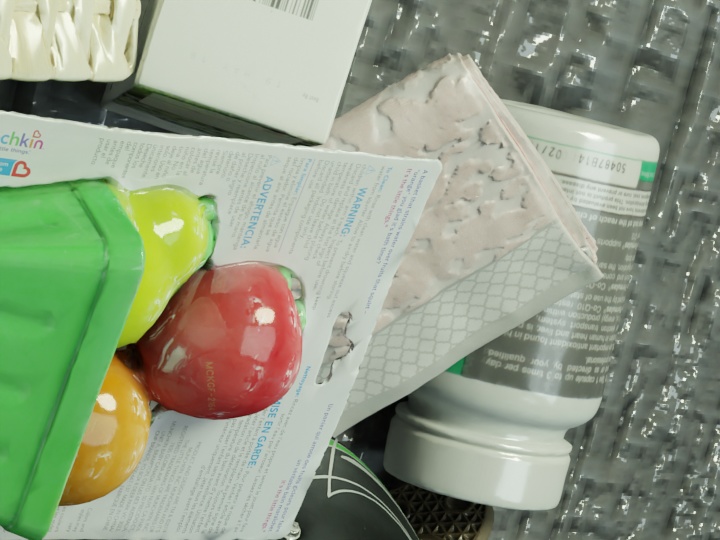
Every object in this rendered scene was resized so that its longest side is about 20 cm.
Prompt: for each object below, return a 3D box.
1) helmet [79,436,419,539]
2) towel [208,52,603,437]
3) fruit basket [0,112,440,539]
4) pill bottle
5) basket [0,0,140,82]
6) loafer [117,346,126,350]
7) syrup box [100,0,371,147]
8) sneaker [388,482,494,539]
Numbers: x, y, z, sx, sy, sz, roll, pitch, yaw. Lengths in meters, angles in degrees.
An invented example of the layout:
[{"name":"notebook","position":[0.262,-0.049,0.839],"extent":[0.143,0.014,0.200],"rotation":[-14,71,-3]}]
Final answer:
[{"name":"helmet","position":[-0.063,0.150,1.218],"extent":[0.191,0.200,0.200],"rotation":[46,66,-26]},{"name":"towel","position":[0.000,0.000,1.277],"extent":[0.200,0.032,0.191],"rotation":[-31,142,8]},{"name":"fruit basket","position":[-0.086,0.024,1.033],"extent":[0.200,0.094,0.185],"rotation":[0,124,-37]},{"name":"pill bottle","position":[0.079,0.016,1.408],"extent":[0.113,0.113,0.200],"rotation":[5,99,-52]},{"name":"basket","position":[-0.159,-0.163,1.015],"extent":[0.136,0.123,0.200],"rotation":[-4,100,-51]},{"name":"loafer","position":[-0.129,0.012,1.152],"extent":[0.200,0.073,0.071],"rotation":[52,52,-71]},{"name":"syrup box","position":[-0.053,-0.097,1.130],"extent":[0.079,0.200,0.081],"rotation":[18,89,-9]},{"name":"sneaker","position":[-0.002,0.194,1.431],"extent":[0.200,0.070,0.076],"rotation":[-48,154,-21]}]
